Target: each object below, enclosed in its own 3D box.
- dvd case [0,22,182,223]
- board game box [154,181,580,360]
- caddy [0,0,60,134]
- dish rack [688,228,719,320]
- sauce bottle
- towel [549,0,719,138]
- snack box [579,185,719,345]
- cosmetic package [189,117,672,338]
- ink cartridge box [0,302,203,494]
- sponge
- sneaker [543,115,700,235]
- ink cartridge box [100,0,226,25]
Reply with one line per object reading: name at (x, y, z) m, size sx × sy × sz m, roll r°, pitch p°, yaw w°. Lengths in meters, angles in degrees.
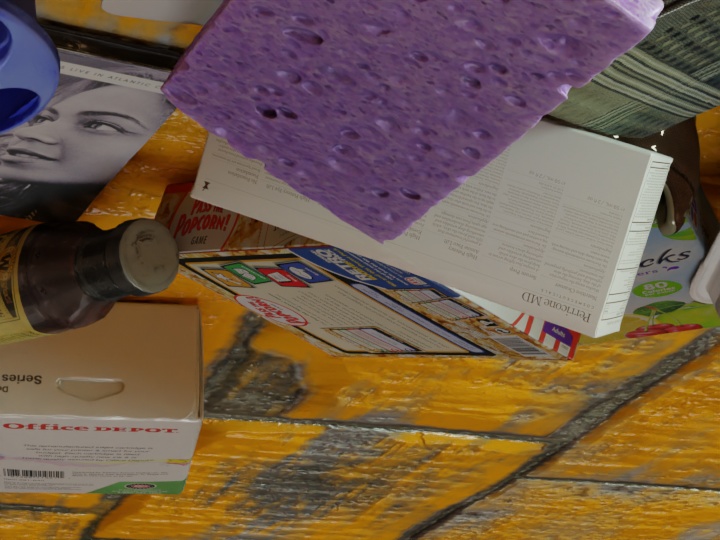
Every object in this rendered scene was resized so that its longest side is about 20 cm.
dvd case at (-0.186, -0.074, 0.889) m, size 0.148 × 0.016 × 0.200 m, roll 10°, pitch 156°, yaw -25°
board game box at (0.000, 0.000, 0.939) m, size 0.151 × 0.046 × 0.200 m, roll 30°, pitch 160°, yaw -35°
caddy at (-0.219, -0.099, 0.697) m, size 0.199 × 0.105 × 0.141 m, roll -2°, pitch 158°, yaw 3°
dish rack at (0.277, -0.026, 0.932) m, size 0.171 × 0.044 × 0.200 m, roll -10°, pitch 152°, yaw -10°
sauce bottle at (-0.178, 0.004, 0.990) m, size 0.066 × 0.066 × 0.200 m, roll 18°, pitch 158°, yaw -40°
towel at (0.163, -0.111, 0.694) m, size 0.192 × 0.035 × 0.200 m, roll -25°, pitch 169°, yaw 22°
snack box at (0.132, -0.012, 1.012) m, size 0.142 × 0.053 × 0.200 m, roll -10°, pitch 156°, yaw 18°
cosmetic package at (0.029, -0.041, 0.779) m, size 0.199 × 0.083 × 0.051 m, roll 20°, pitch -173°, yaw 20°
ink cartridge box at (-0.187, 0.091, 1.212) m, size 0.144 × 0.084 × 0.200 m, roll 2°, pitch 159°, yaw -9°
sponge at (0.011, -0.081, 0.618) m, size 0.111 × 0.030 × 0.200 m, roll 33°, pitch 150°, yaw -11°
sneaker at (0.071, -0.056, 0.865) m, size 0.199 × 0.076 × 0.070 m, roll -1°, pitch 159°, yaw -3°
ink cartridge box at (0.009, -0.139, 0.663) m, size 0.199 × 0.067 × 0.116 m, roll 5°, pitch 158°, yaw -17°
